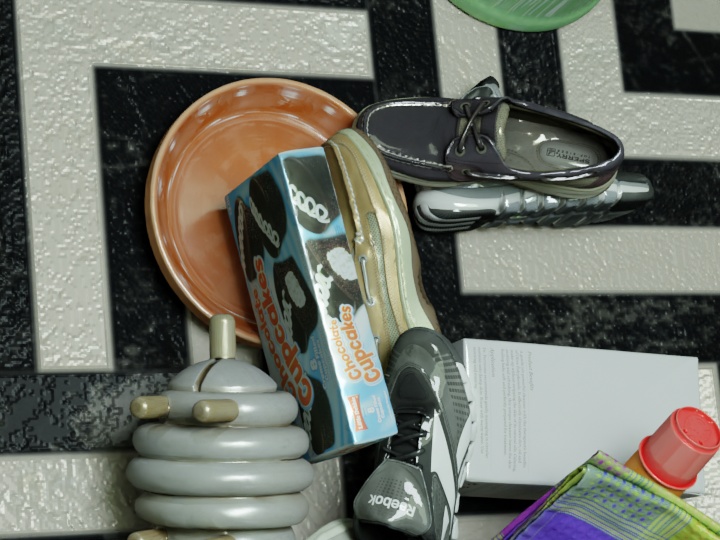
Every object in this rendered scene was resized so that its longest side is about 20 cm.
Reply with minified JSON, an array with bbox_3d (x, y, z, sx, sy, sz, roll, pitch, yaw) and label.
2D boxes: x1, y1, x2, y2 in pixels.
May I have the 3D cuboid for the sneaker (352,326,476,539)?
[{"bbox_3d":[0.034,0.140,1.449,0.090,0.066,0.200,-21,116,-68],"label":"sneaker"}]

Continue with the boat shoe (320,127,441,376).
[{"bbox_3d":[0.000,0.000,1.505,0.076,0.072,0.200,-17,85,-16],"label":"boat shoe"}]

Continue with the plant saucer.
[{"bbox_3d":[-0.061,-0.039,1.539,0.200,0.032,0.200,6,75,-23],"label":"plant saucer"}]

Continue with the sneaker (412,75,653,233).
[{"bbox_3d":[0.128,-0.094,1.619,0.200,0.075,0.116,-3,76,-25],"label":"sneaker"}]

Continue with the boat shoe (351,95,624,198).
[{"bbox_3d":[0.095,-0.096,1.544,0.200,0.065,0.072,10,70,-6],"label":"boat shoe"}]

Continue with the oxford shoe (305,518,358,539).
[{"bbox_3d":[-0.035,0.222,1.420,0.058,0.075,0.200,30,21,13],"label":"oxford shoe"}]

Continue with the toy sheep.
[{"bbox_3d":[-0.094,0.129,1.423,0.138,0.138,0.200,5,91,-24],"label":"toy sheep"}]

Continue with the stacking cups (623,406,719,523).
[{"bbox_3d":[0.187,0.168,1.507,0.060,0.200,0.061,22,37,-18],"label":"stacking cups"}]

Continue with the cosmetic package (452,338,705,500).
[{"bbox_3d":[0.147,0.114,1.567,0.200,0.085,0.108,7,74,-24],"label":"cosmetic package"}]

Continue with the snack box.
[{"bbox_3d":[-0.036,0.027,1.451,0.037,0.116,0.200,-12,82,-24],"label":"snack box"}]

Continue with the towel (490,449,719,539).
[{"bbox_3d":[0.158,0.219,1.497,0.144,0.200,0.023,32,35,-15],"label":"towel"}]

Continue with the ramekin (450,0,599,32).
[{"bbox_3d":[0.139,-0.295,1.660,0.200,0.098,0.200,6,74,-23],"label":"ramekin"}]
